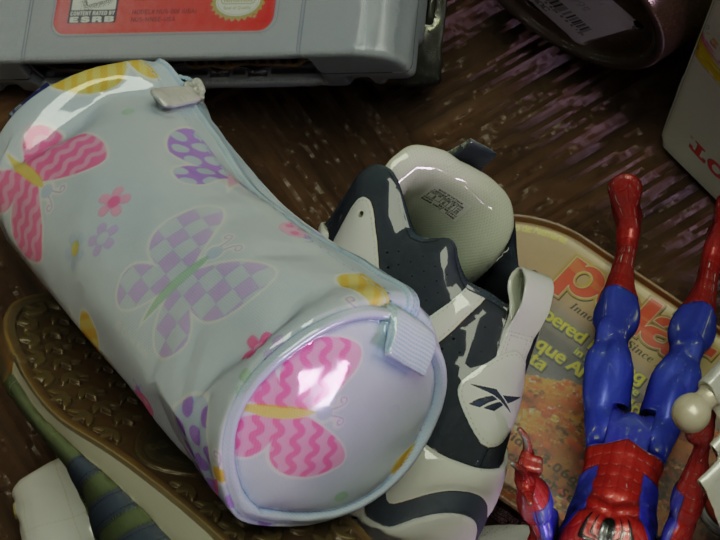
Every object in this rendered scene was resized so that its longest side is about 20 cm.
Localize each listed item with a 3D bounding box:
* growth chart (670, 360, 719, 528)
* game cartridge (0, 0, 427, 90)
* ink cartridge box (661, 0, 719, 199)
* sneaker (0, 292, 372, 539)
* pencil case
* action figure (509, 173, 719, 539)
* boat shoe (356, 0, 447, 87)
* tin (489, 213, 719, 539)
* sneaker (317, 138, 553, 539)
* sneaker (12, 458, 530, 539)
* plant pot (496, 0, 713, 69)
[{"bbox_3d":[0.176,0.074,0.890,0.145,0.200,0.018,-37,40,-22],"label":"growth chart"},{"bbox_3d":[-0.068,-0.139,0.994,0.200,0.041,0.133,0,68,18],"label":"game cartridge"},{"bbox_3d":[0.229,-0.085,0.941,0.145,0.200,0.147,-37,74,-20],"label":"ink cartridge box"},{"bbox_3d":[-0.071,0.092,0.850,0.067,0.090,0.200,-9,34,-38],"label":"sneaker"},{"bbox_3d":[-0.052,0.003,0.833,0.091,0.083,0.200,-40,43,-5],"label":"pencil case"},{"bbox_3d":[0.098,0.042,0.884,0.065,0.099,0.200,10,60,10],"label":"action figure"},{"bbox_3d":[0.030,-0.167,1.037,0.066,0.072,0.201,17,72,-3],"label":"boat shoe"},{"bbox_3d":[0.094,0.058,0.959,0.200,0.042,0.112,35,73,11],"label":"tin"},{"bbox_3d":[0.000,0.000,0.900,0.199,0.079,0.130,41,107,52],"label":"sneaker"},{"bbox_3d":[-0.030,0.093,0.916,0.200,0.074,0.116,-12,71,-7],"label":"sneaker"},{"bbox_3d":[0.133,-0.186,0.994,0.187,0.187,0.200,31,73,9],"label":"plant pot"}]
